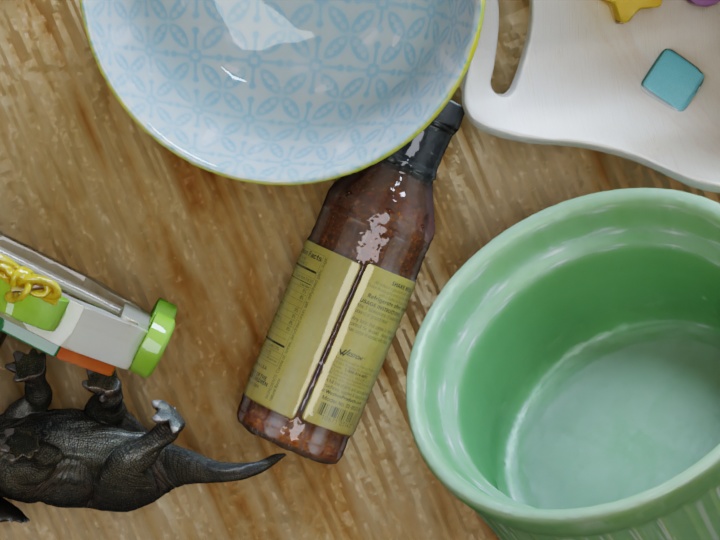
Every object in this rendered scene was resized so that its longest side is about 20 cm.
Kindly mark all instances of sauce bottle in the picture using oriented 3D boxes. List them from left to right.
[{"bbox_3d":[0.000,0.000,1.196,0.066,0.066,0.200,25,91,-6],"label":"sauce bottle"}]

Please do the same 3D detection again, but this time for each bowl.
[{"bbox_3d":[-0.034,-0.149,1.155,0.199,0.108,0.201,1,102,6],"label":"bowl"}]

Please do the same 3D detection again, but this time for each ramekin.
[{"bbox_3d":[0.132,0.066,1.147,0.200,0.200,0.098,-35,135,-2],"label":"ramekin"}]

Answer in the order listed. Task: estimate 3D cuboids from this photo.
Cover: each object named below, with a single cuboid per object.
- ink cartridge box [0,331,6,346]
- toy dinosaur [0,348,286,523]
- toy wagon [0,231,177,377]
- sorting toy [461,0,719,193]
[{"bbox_3d":[-0.261,0.023,1.107,0.164,0.200,0.075,29,90,-7],"label":"ink cartridge box"},{"bbox_3d":[-0.143,0.095,1.186,0.199,0.102,0.077,-8,59,-16],"label":"toy dinosaur"},{"bbox_3d":[-0.167,0.007,1.113,0.155,0.200,0.040,26,93,-6],"label":"toy wagon"},{"bbox_3d":[0.137,-0.141,1.167,0.179,0.107,0.201,-6,110,-3],"label":"sorting toy"}]
